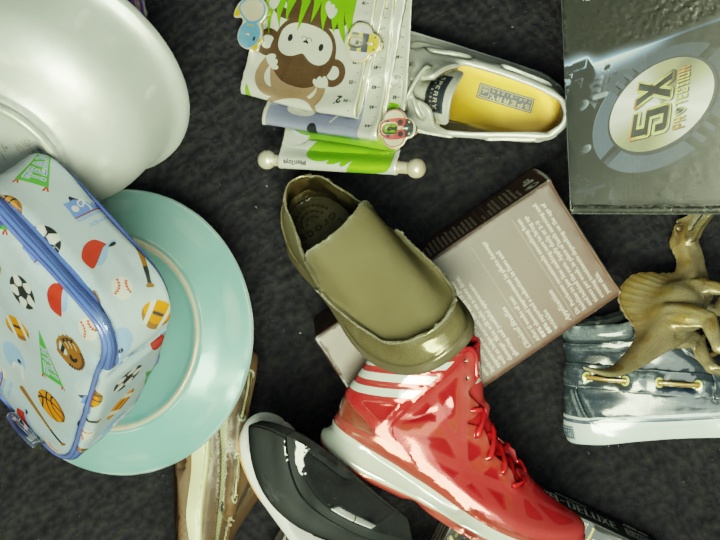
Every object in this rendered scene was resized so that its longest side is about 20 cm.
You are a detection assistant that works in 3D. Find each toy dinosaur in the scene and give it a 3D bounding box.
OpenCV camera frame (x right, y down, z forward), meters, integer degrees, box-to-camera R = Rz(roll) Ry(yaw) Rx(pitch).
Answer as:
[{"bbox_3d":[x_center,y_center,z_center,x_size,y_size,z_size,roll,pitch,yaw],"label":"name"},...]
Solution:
[{"bbox_3d":[0.222,0.038,1.257,0.100,0.200,0.059,24,137,14],"label":"toy dinosaur"}]

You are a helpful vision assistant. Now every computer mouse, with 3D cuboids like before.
[{"bbox_3d":[0.009,0.174,1.207,0.200,0.140,0.046,44,69,-35],"label":"computer mouse"}]

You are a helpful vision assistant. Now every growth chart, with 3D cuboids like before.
[{"bbox_3d":[-0.024,-0.162,1.241,0.143,0.018,0.202,-1,90,23],"label":"growth chart"}]

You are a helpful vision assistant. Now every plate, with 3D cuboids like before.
[{"bbox_3d":[-0.172,0.043,1.264,0.198,0.026,0.203,0,90,16],"label":"plate"}]

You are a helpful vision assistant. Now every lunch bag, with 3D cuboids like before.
[{"bbox_3d":[-0.207,0.026,1.176,0.160,0.200,0.075,44,53,9],"label":"lunch bag"}]

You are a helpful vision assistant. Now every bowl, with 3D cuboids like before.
[{"bbox_3d":[-0.219,-0.106,1.182,0.200,0.201,0.091,29,55,-7],"label":"bowl"}]

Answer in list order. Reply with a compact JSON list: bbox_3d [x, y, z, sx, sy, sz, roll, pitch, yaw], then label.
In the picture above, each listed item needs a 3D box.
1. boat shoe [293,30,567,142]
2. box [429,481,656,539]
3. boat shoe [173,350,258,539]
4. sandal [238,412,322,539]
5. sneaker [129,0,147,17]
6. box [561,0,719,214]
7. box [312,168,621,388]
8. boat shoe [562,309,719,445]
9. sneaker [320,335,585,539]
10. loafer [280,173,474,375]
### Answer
[{"bbox_3d":[0.051,-0.126,1.259,0.198,0.070,0.072,14,98,-5],"label":"boat shoe"},{"bbox_3d":[0.110,0.260,1.334,0.157,0.050,0.202,24,97,-6],"label":"box"},{"bbox_3d":[-0.096,0.153,1.297,0.074,0.075,0.205,-2,99,-8],"label":"boat shoe"},{"bbox_3d":[-0.044,0.183,1.298,0.059,0.079,0.208,-11,123,33],"label":"sandal"},{"bbox_3d":[-0.185,-0.217,1.225,0.080,0.088,0.202,-9,98,0],"label":"sneaker"},{"bbox_3d":[0.226,-0.143,1.226,0.162,0.086,0.202,2,101,25],"label":"box"},{"bbox_3d":[0.074,0.026,1.284,0.199,0.075,0.101,-34,100,1],"label":"box"},{"bbox_3d":[0.242,0.071,1.300,0.198,0.071,0.092,-5,97,-3],"label":"boat shoe"},{"bbox_3d":[0.083,0.114,1.228,0.199,0.078,0.116,25,101,-12],"label":"sneaker"},{"bbox_3d":[0.000,0.000,1.216,0.076,0.200,0.068,-42,135,-10],"label":"loafer"}]
